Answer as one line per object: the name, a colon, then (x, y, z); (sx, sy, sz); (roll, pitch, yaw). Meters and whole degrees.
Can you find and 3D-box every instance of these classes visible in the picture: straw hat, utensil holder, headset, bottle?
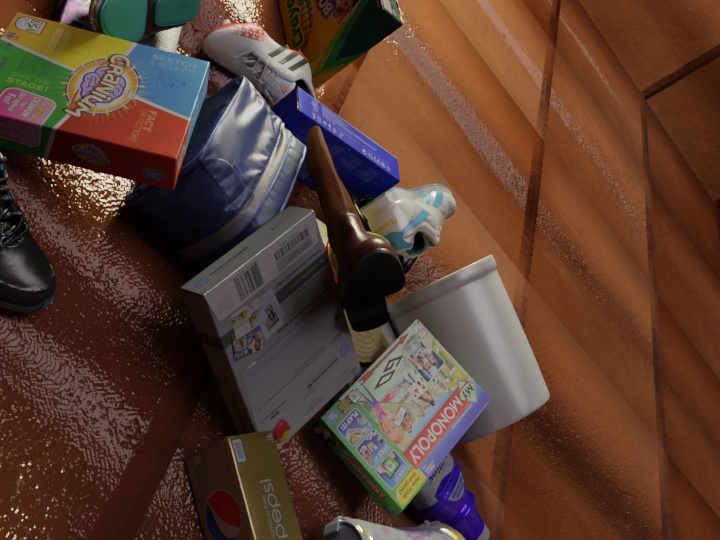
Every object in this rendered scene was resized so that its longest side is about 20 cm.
straw hat: (0.000, 0.000, 1.051); (0.201, 0.084, 0.203); (45, 29, -33)
utensil holder: (0.140, 0.107, 1.191); (0.169, 0.168, 0.203); (-19, 84, -57)
headset: (0.037, -0.051, 1.217); (0.125, 0.093, 0.200); (55, 9, 9)
bottle: (0.085, 0.257, 1.090); (0.201, 0.065, 0.084); (54, 40, -12)

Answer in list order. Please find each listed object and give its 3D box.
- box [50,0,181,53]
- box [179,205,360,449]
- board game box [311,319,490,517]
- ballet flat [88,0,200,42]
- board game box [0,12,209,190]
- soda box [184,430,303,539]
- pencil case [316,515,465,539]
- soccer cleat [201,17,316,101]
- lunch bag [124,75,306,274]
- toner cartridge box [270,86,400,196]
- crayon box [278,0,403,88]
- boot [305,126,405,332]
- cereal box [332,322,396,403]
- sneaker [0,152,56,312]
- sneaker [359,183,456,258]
box: (-0.274, -0.289, 1.027); (0.142, 0.036, 0.203); (35, 40, -35)
box: (-0.082, 0.062, 0.902); (0.156, 0.041, 0.203); (-40, 127, -35)
board game box: (0.052, 0.164, 1.036); (0.135, 0.029, 0.200); (46, 50, 3)
ballet flat: (-0.250, -0.287, 0.977); (0.064, 0.072, 0.200); (20, 23, 14)
board game box: (-0.256, -0.165, 0.858); (0.196, 0.041, 0.155); (13, 47, -7)
soda box: (-0.097, 0.258, 0.833); (0.063, 0.067, 0.204); (5, 62, -52)
pencil case: (0.038, 0.314, 0.965); (0.198, 0.082, 0.093); (19, 66, -46)
soccer cleat: (-0.128, -0.270, 1.189); (0.199, 0.068, 0.087); (8, 55, -57)
lunch bag: (-0.144, -0.101, 0.971); (0.133, 0.134, 0.202); (48, 37, -25)
toner cartridge box: (-0.045, -0.155, 1.192); (0.199, 0.094, 0.044); (30, 43, -40)
crayon box: (-0.038, -0.402, 1.313); (0.058, 0.171, 0.204); (19, 51, -50)
boot: (-0.011, -0.059, 0.917); (0.189, 0.067, 0.204); (73, 1, -72)
cereal box: (-0.012, 0.075, 1.114); (0.143, 0.039, 0.203); (-11, 75, -59)
sneaker: (-0.319, -0.053, 0.743); (0.201, 0.081, 0.074); (53, 31, -15)
sneaker: (0.071, -0.061, 1.157); (0.199, 0.076, 0.082); (-16, 77, -58)
